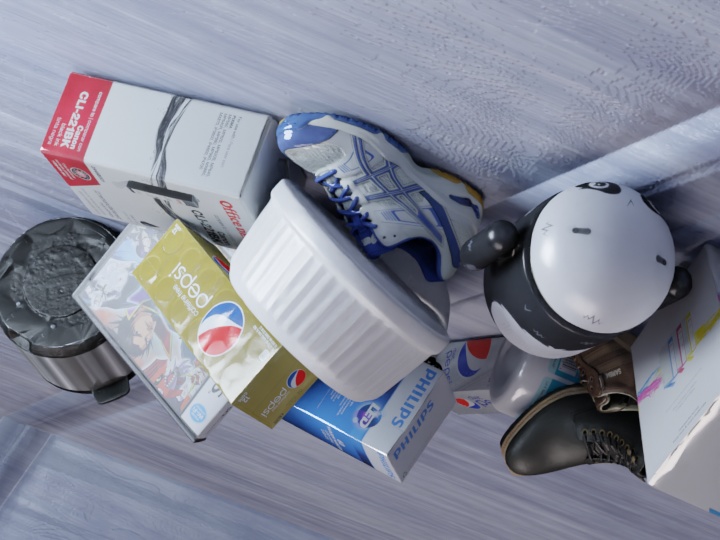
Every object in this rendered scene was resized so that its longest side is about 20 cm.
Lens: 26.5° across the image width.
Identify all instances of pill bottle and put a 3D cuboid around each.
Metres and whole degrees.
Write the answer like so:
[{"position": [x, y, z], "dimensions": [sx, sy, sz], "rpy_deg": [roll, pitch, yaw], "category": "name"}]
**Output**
[{"position": [0.237, 0.123, 1.538], "dimensions": [0.198, 0.112, 0.111], "rpy_deg": [23, 162, -10], "category": "pill bottle"}]

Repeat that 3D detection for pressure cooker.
[{"position": [-0.329, 0.048, 1.802], "dimensions": [0.177, 0.178, 0.200], "rpy_deg": [19, 159, 13], "category": "pressure cooker"}]

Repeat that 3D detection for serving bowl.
[{"position": [0.000, 0.000, 1.502], "dimensions": [0.198, 0.067, 0.200], "rpy_deg": [18, 162, 6], "category": "serving bowl"}]

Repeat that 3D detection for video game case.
[{"position": [-0.163, 0.030, 1.468], "dimensions": [0.200, 0.181, 0.025], "rpy_deg": [47, -162, 16], "category": "video game case"}]

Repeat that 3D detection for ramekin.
[{"position": [-0.025, 0.023, 1.300], "dimensions": [0.202, 0.094, 0.202], "rpy_deg": [43, -175, -4], "category": "ramekin"}]

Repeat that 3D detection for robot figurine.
[{"position": [0.173, 0.000, 1.238], "dimensions": [0.126, 0.149, 0.200], "rpy_deg": [62, 161, 5], "category": "robot figurine"}]

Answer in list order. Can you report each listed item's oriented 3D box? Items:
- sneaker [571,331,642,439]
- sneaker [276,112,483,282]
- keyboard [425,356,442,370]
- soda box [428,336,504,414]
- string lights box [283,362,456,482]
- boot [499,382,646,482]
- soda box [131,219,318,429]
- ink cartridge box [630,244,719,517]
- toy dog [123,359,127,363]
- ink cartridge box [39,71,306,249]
[{"position": [0.223, 0.085, 1.402], "dimensions": [0.070, 0.076, 0.200], "rpy_deg": [32, -176, -41], "category": "sneaker"}, {"position": [0.012, -0.060, 1.282], "dimensions": [0.198, 0.089, 0.075], "rpy_deg": [26, 162, -17], "category": "sneaker"}, {"position": [0.036, 0.077, 1.551], "dimensions": [0.104, 0.040, 0.200], "rpy_deg": [43, 163, 3], "category": "keyboard"}, {"position": [0.148, 0.117, 1.688], "dimensions": [0.068, 0.064, 0.199], "rpy_deg": [27, 161, -26], "category": "soda box"}, {"position": [-0.017, 0.114, 1.498], "dimensions": [0.199, 0.103, 0.059], "rpy_deg": [25, 156, 31], "category": "string lights box"}, {"position": [0.227, 0.163, 1.419], "dimensions": [0.198, 0.139, 0.078], "rpy_deg": [-27, 112, 12], "category": "boot"}, {"position": [-0.119, 0.044, 1.330], "dimensions": [0.064, 0.068, 0.200], "rpy_deg": [38, -173, -48], "category": "soda box"}, {"position": [0.308, 0.088, 1.236], "dimensions": [0.127, 0.201, 0.126], "rpy_deg": [24, 123, -11], "category": "ink cartridge box"}, {"position": [-0.160, 0.011, 1.549], "dimensions": [0.130, 0.203, 0.096], "rpy_deg": [17, -168, 8], "category": "toy dog"}, {"position": [-0.164, -0.092, 1.374], "dimensions": [0.197, 0.085, 0.145], "rpy_deg": [13, 162, 16], "category": "ink cartridge box"}]
